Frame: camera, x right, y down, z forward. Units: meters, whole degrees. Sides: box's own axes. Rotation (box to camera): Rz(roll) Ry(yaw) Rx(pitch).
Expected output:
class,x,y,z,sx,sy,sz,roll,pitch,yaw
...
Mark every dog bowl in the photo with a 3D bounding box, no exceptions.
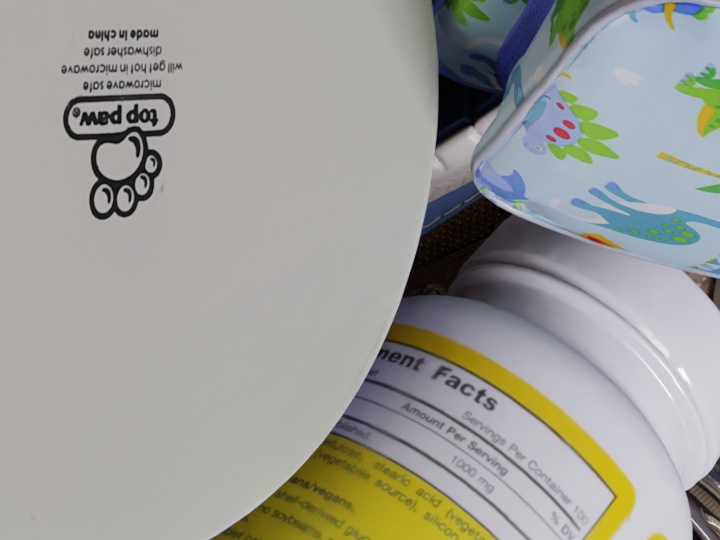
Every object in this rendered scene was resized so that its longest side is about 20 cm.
class,x,y,z,sx,sy,sz,roll,pitch,yaw
dog bowl,-0.076,-0.035,0.592,0.199,0.078,0.202,-10,105,-44

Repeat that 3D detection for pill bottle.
class,x,y,z,sx,sy,sz,roll,pitch,yaw
pill bottle,0.012,0.081,0.669,0.200,0.112,0.113,-48,122,-27

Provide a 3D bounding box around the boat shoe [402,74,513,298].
class,x,y,z,sx,sy,sz,roll,pitch,yaw
boat shoe,0.000,0.000,0.769,0.199,0.073,0.072,-28,120,30

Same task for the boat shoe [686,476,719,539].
class,x,y,z,sx,sy,sz,roll,pitch,yaw
boat shoe,0.065,0.072,0.861,0.199,0.073,0.075,28,97,-28

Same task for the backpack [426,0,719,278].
class,x,y,z,sx,sy,sz,roll,pitch,yaw
backpack,0.121,-0.076,0.616,0.198,0.183,0.148,9,71,-9

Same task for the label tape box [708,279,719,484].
class,x,y,z,sx,sy,sz,roll,pitch,yaw
label tape box,0.175,-0.006,0.837,0.066,0.143,0.202,-2,110,-22
